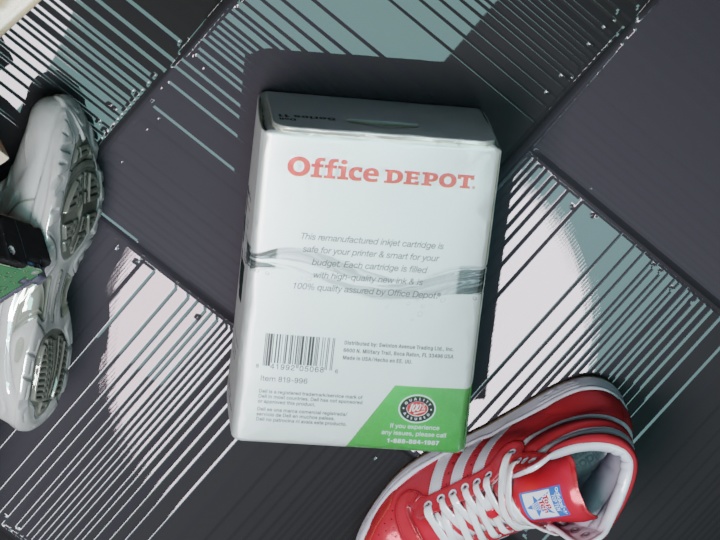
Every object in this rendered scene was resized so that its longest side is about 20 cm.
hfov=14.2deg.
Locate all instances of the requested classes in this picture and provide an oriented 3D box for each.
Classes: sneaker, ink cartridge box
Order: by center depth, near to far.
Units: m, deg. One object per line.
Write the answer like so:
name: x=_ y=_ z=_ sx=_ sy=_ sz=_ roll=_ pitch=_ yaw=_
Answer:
sneaker: x=-0.216 y=-0.011 z=1.721 sx=0.099 sy=0.078 sz=0.201 roll=13 pitch=91 yaw=17
ink cartridge box: x=0.000 y=0.000 z=1.746 sx=0.146 sy=0.083 sz=0.201 roll=5 pitch=110 yaw=-7
sneaker: x=0.085 y=0.147 z=1.792 sx=0.200 sy=0.113 sz=0.071 roll=-35 pitch=109 yaw=7

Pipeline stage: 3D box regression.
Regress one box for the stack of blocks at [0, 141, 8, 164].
stack of blocks: x=-0.315 y=-0.064 z=1.647 sx=0.200 sy=0.059 sz=0.115 roll=-32 pitch=67 yaw=6

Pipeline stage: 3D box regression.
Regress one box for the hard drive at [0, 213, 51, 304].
hard drive: x=-0.285 y=0.001 z=1.613 sx=0.139 sy=0.038 sz=0.200 roll=-30 pitch=154 yaw=26

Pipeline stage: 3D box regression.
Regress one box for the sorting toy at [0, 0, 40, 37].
sorting toy: x=-0.218 y=-0.245 z=1.658 sx=0.200 sy=0.036 sz=0.185 roll=-40 pitch=109 yaw=9
